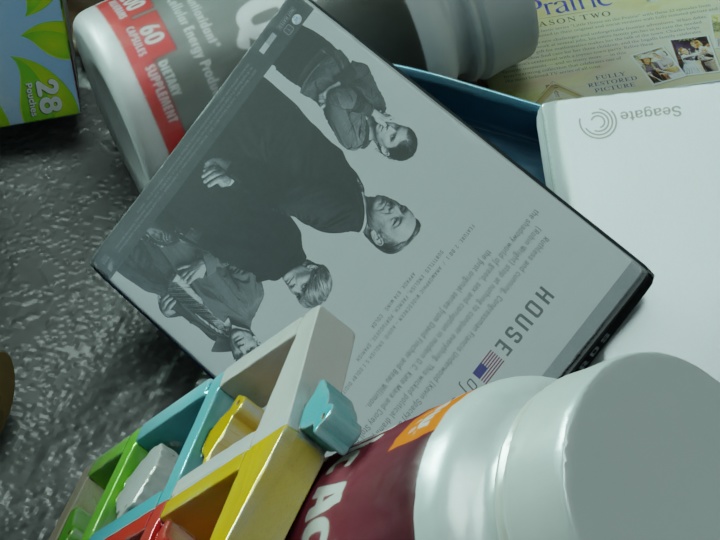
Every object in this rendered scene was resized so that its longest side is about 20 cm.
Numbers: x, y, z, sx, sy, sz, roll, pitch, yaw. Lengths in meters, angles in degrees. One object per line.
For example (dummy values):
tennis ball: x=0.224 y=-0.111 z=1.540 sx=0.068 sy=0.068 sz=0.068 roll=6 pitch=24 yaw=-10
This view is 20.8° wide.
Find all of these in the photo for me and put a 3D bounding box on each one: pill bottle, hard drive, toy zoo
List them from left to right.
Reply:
toy zoo: x=-0.067 y=0.091 z=0.715 sx=0.020 sy=0.200 sz=0.132 roll=39 pitch=46 yaw=-17
pill bottle: x=-0.025 y=-0.107 z=0.929 sx=0.199 sy=0.114 sz=0.114 roll=-25 pitch=48 yaw=-10
pill bottle: x=0.038 y=0.102 z=0.656 sx=0.114 sy=0.200 sz=0.115 roll=16 pitch=61 yaw=-32
hard drive: x=0.151 y=0.020 z=0.805 sx=0.131 sy=0.027 sz=0.202 roll=-6 pitch=71 yaw=-2

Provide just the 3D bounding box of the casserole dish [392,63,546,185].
casserole dish: x=0.048 y=-0.016 z=0.860 sx=0.198 sy=0.039 sz=0.122 roll=16 pitch=81 yaw=5

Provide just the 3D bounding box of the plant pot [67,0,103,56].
plant pot: x=-0.099 y=-0.231 z=1.043 sx=0.199 sy=0.202 sz=0.174 roll=20 pitch=32 yaw=23

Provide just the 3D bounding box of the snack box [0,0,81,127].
snack box: x=-0.234 y=-0.165 z=0.954 sx=0.167 sy=0.202 sz=0.068 roll=-10 pitch=23 yaw=-7

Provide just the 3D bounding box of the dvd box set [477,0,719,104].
dvd box set: x=0.134 y=-0.085 z=0.970 sx=0.145 sy=0.030 sz=0.201 roll=-9 pitch=46 yaw=-4

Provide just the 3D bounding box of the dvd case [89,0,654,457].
dvd case: x=0.000 y=0.000 z=0.814 sx=0.200 sy=0.025 sz=0.151 roll=40 pitch=95 yaw=21

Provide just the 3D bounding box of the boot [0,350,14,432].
boot: x=-0.238 y=0.091 z=0.795 sx=0.143 sy=0.071 sz=0.202 roll=2 pitch=35 yaw=14
